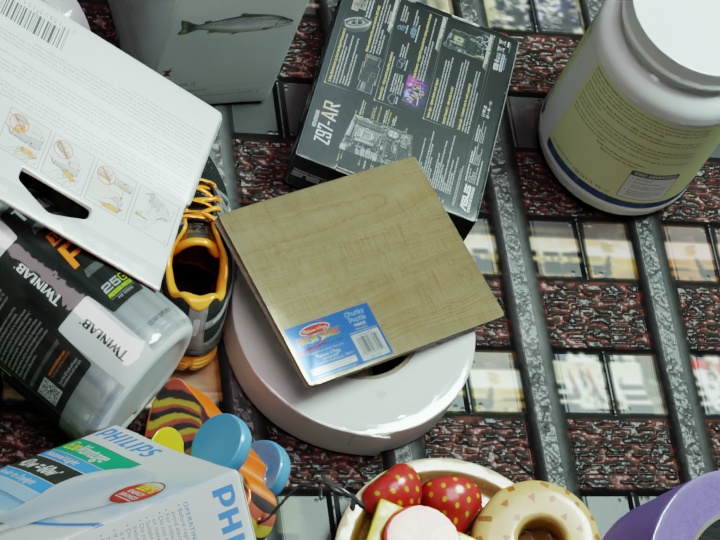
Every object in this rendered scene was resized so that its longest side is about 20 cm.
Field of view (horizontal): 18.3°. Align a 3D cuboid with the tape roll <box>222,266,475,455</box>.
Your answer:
[{"bbox_3d":[-0.008,0.046,1.736,0.201,0.037,0.204,9,58,-15],"label":"tape roll"}]

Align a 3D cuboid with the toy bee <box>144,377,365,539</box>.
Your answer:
[{"bbox_3d":[-0.102,0.157,1.581,0.131,0.200,0.109,37,84,-25],"label":"toy bee"}]

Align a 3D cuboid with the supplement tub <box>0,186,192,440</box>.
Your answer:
[{"bbox_3d":[-0.230,0.024,1.620,0.200,0.123,0.123,39,55,6],"label":"supplement tub"}]

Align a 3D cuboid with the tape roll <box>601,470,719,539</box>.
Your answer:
[{"bbox_3d":[0.270,0.255,1.650,0.199,0.085,0.202,13,63,-26],"label":"tape roll"}]

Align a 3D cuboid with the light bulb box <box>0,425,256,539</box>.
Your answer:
[{"bbox_3d":[-0.192,0.203,1.463,0.199,0.198,0.126,-20,105,-28],"label":"light bulb box"}]

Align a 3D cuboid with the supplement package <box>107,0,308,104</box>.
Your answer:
[{"bbox_3d":[-0.117,-0.232,1.768,0.116,0.200,0.118,-6,62,-22],"label":"supplement package"}]

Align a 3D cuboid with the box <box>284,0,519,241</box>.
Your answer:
[{"bbox_3d":[0.036,-0.134,1.857,0.159,0.044,0.201,19,55,-7],"label":"box"}]

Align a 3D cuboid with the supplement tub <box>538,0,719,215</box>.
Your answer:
[{"bbox_3d":[0.243,-0.154,1.846,0.144,0.200,0.146,9,57,-14],"label":"supplement tub"}]

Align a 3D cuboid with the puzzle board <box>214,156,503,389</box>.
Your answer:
[{"bbox_3d":[0.000,0.000,1.719,0.199,0.017,0.151,-19,72,-36],"label":"puzzle board"}]

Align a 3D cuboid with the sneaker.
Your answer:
[{"bbox_3d":[-0.128,-0.026,1.715,0.078,0.077,0.201,2,58,-16],"label":"sneaker"}]

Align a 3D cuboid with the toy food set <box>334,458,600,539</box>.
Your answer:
[{"bbox_3d":[0.075,0.227,1.647,0.199,0.049,0.199,23,55,-5],"label":"toy food set"}]

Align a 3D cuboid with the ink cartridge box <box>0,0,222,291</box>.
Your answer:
[{"bbox_3d":[-0.214,-0.093,1.634,0.199,0.045,0.177,31,52,-19],"label":"ink cartridge box"}]

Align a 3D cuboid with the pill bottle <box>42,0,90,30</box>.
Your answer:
[{"bbox_3d":[-0.306,-0.150,1.706,0.199,0.112,0.112,-32,74,-31],"label":"pill bottle"}]
